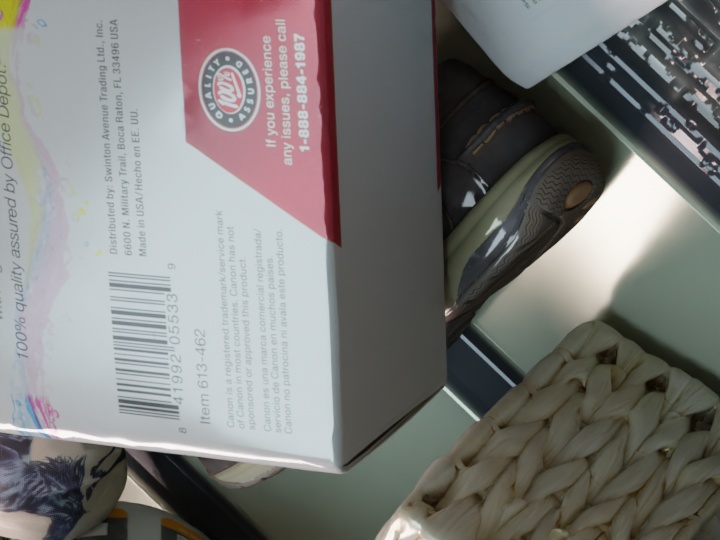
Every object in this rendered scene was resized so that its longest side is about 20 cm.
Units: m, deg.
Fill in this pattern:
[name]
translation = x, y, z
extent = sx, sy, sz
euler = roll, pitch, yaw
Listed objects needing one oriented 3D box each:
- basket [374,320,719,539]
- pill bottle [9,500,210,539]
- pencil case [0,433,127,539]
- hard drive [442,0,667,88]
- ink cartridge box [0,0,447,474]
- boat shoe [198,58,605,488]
[basket]
translation = 0.065, 0.132, 0.825
extent = 0.123, 0.135, 0.201
euler = 38, 137, 13
[pill bottle]
translation = -0.093, 0.174, 0.914
extent = 0.115, 0.200, 0.117
euler = -1, 109, -4
[pencil case]
translation = -0.126, 0.010, 0.919
extent = 0.077, 0.090, 0.201
euler = -2, 130, -5
[hard drive]
translation = 0.045, -0.127, 0.666
extent = 0.132, 0.026, 0.200
euler = 49, 160, -4
[ink cartridge box]
translation = -0.081, -0.030, 0.757
extent = 0.199, 0.083, 0.147
euler = 5, 108, 24
[boat shoe]
translation = 0.000, 0.000, 0.829
extent = 0.073, 0.074, 0.200
euler = 52, 129, 7
